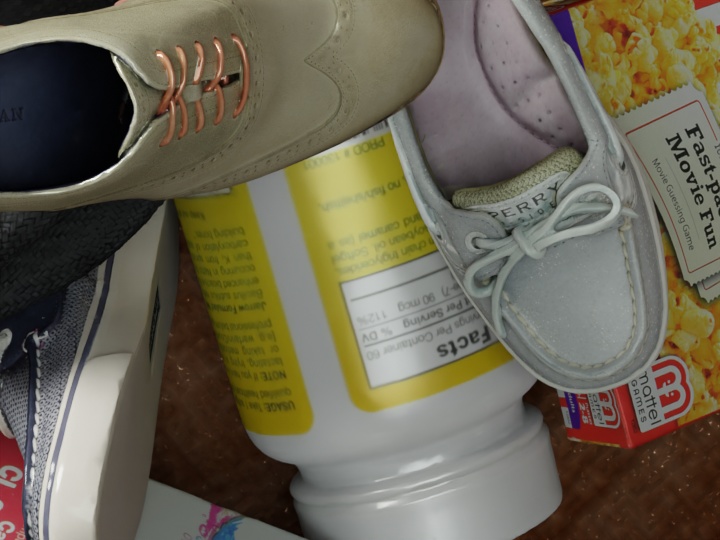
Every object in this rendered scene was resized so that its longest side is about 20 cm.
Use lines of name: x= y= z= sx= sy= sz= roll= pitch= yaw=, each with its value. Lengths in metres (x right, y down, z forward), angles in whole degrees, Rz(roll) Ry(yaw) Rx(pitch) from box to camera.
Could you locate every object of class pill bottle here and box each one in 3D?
pill bottle: x=0.000 y=0.000 z=1.060 sx=0.114 sy=0.114 sz=0.201 roll=-17 pitch=100 yaw=-2

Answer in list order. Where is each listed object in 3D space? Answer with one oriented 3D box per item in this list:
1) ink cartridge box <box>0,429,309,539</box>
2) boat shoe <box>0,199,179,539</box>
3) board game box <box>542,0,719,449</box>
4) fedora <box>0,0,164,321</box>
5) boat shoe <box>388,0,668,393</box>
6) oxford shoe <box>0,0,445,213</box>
ink cartridge box: x=-0.069 y=0.158 z=1.047 sx=0.199 sy=0.083 sz=0.146 roll=20 pitch=126 yaw=6
boat shoe: x=-0.117 y=0.031 z=1.025 sx=0.092 sy=0.200 sz=0.075 roll=2 pitch=124 yaw=3
board game box: x=0.145 y=-0.043 z=1.063 sx=0.199 sy=0.046 sz=0.152 roll=-21 pitch=101 yaw=-25
fedora: x=-0.119 y=-0.042 z=0.960 sx=0.200 sy=0.201 sz=0.092 roll=-40 pitch=78 yaw=2
boat shoe: x=0.042 y=-0.051 z=0.964 sx=0.074 sy=0.065 sz=0.203 roll=-18 pitch=98 yaw=15
oxford shoe: x=-0.058 y=-0.049 z=0.879 sx=0.199 sy=0.074 sz=0.071 roll=-15 pitch=104 yaw=-20
